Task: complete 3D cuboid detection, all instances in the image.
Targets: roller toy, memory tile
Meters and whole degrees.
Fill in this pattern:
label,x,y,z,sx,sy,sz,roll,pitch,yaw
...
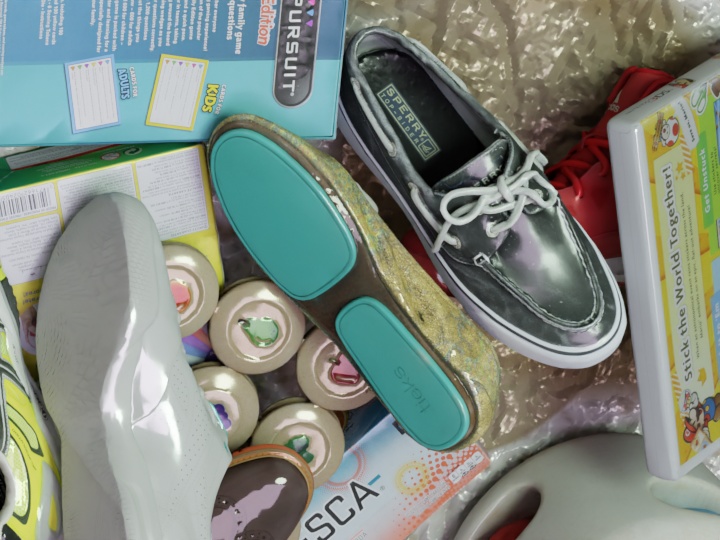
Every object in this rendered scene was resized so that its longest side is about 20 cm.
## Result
label,x,y,z,sx,sy,sz,roll,pitch,yaw
roller toy,0.142,0.195,1.623,0.199,0.140,0.183,-20,119,-10
memory tile,-0.086,0.092,1.498,0.153,0.017,0.200,24,102,-21

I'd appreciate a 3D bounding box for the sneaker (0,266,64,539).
label,x,y,z,sx,sy,sz,roll,pitch,yaw
sneaker,-0.197,0.049,1.422,0.075,0.076,0.200,-30,96,21

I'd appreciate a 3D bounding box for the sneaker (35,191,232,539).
label,x,y,z,sx,sy,sz,roll,pitch,yaw
sneaker,-0.100,0.064,1.436,0.088,0.075,0.201,3,81,-42

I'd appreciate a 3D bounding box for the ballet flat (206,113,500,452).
label,x,y,z,sx,sy,sz,roll,pitch,yaw
ballet flat,0.000,0.000,1.469,0.071,0.071,0.200,-38,95,0

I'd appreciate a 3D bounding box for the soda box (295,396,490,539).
label,x,y,z,sx,sy,sz,roll,pitch,yaw
soda box,-0.032,0.131,1.572,0.200,0.064,0.068,-41,119,1

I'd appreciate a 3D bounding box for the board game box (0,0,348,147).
label,x,y,z,sx,sy,sz,roll,pitch,yaw
board game box,-0.105,-0.138,1.430,0.199,0.047,0.151,-2,115,-20

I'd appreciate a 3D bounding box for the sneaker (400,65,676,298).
label,x,y,z,sx,sy,sz,roll,pitch,yaw
sneaker,0.108,-0.050,1.546,0.199,0.078,0.116,-6,108,-31

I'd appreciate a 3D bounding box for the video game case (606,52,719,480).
label,x,y,z,sx,sy,sz,roll,pitch,yaw
video game case,0.199,-0.017,1.558,0.182,0.023,0.201,-31,122,-41

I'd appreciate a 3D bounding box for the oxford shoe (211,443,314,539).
label,x,y,z,sx,sy,sz,roll,pitch,yaw
oxford shoe,-0.096,0.168,1.473,0.200,0.073,0.071,-44,114,3

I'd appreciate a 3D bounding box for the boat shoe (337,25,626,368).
label,x,y,z,sx,sy,sz,roll,pitch,yaw
boat shoe,0.061,-0.039,1.465,0.073,0.068,0.200,-33,82,-12

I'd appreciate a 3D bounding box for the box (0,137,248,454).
label,x,y,z,sx,sy,sz,roll,pitch,yaw
box,-0.124,0.032,1.503,0.117,0.048,0.201,-13,115,-14
